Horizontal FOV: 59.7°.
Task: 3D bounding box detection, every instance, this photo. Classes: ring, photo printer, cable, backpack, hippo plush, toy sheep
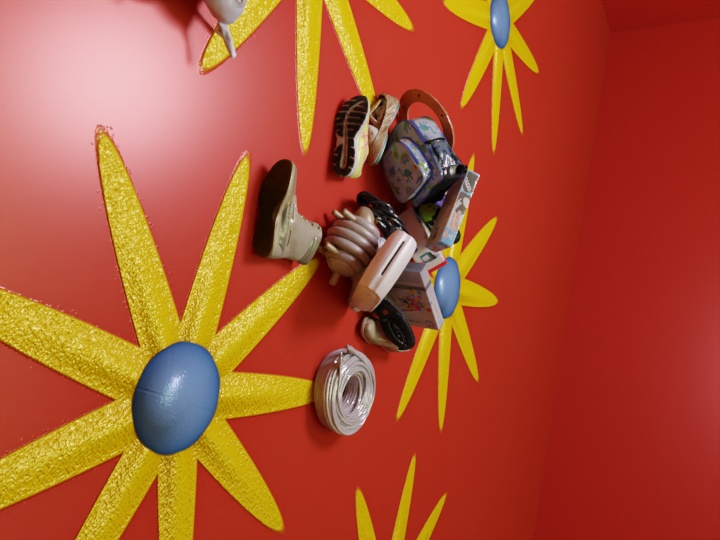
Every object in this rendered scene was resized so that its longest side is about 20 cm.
[{"bbox_3d":[0.174,-0.381,1.636,0.019,0.200,0.202,-35,125,-24],"label":"ring"},{"bbox_3d":[0.053,0.002,1.416,0.167,0.069,0.200,-55,178,-16],"label":"photo printer"},{"bbox_3d":[0.061,-0.121,1.532,0.051,0.163,0.200,-43,111,-1],"label":"cable"},{"bbox_3d":[0.144,-0.283,1.598,0.146,0.183,0.201,-17,74,-28],"label":"backpack"},{"bbox_3d":[-0.037,0.290,1.510,0.200,0.069,0.202,38,64,-53],"label":"cable"},{"bbox_3d":[-0.265,-0.495,1.030,0.160,0.160,0.201,2,135,-40],"label":"hippo plush"},{"bbox_3d":[-0.026,-0.057,1.434,0.201,0.137,0.138,-61,142,-12],"label":"toy sheep"}]

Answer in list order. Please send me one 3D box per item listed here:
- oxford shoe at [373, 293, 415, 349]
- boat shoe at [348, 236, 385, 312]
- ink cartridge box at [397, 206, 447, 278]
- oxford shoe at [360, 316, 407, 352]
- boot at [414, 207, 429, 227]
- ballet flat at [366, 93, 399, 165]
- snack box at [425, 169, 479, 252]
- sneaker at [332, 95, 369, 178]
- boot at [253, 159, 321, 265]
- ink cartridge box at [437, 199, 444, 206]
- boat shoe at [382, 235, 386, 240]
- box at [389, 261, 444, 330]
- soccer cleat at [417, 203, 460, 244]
[{"bbox_3d":[0.081,0.111,1.610,0.201,0.072,0.084,57,20,-5],"label":"oxford shoe"},{"bbox_3d":[0.000,0.000,1.546,0.066,0.073,0.202,28,69,-25],"label":"boat shoe"},{"bbox_3d":[0.174,-0.072,1.743,0.200,0.067,0.117,41,24,-51],"label":"ink cartridge box"},{"bbox_3d":[0.069,0.169,1.651,0.200,0.073,0.072,32,68,-54],"label":"oxford shoe"},{"bbox_3d":[0.222,-0.210,1.851,0.188,0.068,0.202,32,62,-44],"label":"boot"},{"bbox_3d":[0.039,-0.357,1.565,0.065,0.070,0.202,29,64,-25],"label":"ballet flat"},{"bbox_3d":[0.233,-0.149,1.599,0.037,0.116,0.202,24,80,-9],"label":"snack box"},{"bbox_3d":[-0.014,-0.310,1.474,0.090,0.077,0.202,20,83,-64],"label":"sneaker"},{"bbox_3d":[-0.139,-0.116,1.299,0.154,0.072,0.202,13,88,-56],"label":"boot"},{"bbox_3d":[0.217,-0.247,1.791,0.198,0.043,0.202,37,49,-43],"label":"ink cartridge box"},{"bbox_3d":[0.098,-0.008,1.683,0.066,0.069,0.201,-50,133,-31],"label":"boat shoe"},{"bbox_3d":[0.123,0.063,1.649,0.041,0.155,0.201,-53,136,-35],"label":"box"},{"bbox_3d":[0.232,-0.123,1.740,0.200,0.081,0.068,38,83,-43],"label":"soccer cleat"}]
